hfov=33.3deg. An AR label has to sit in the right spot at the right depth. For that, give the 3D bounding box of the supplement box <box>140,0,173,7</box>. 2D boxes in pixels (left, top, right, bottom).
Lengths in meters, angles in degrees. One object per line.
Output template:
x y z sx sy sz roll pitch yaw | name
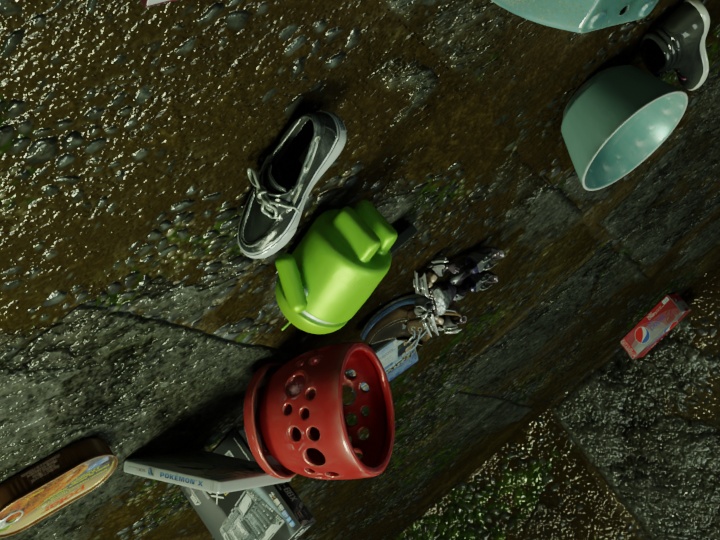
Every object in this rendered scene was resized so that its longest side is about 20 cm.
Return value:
-0.096 -0.292 0.976 0.198 0.061 0.109 -23 155 -31 | supplement box

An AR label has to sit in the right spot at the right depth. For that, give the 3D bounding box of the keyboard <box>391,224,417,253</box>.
0.000 0.000 1.724 0.199 0.021 0.127 -40 -176 1 | keyboard

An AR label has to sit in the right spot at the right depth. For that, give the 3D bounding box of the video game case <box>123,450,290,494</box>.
-0.231 0.307 1.846 0.199 0.180 0.022 6 90 -61 | video game case

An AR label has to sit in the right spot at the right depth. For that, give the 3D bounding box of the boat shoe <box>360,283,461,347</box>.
0.090 0.084 2.003 0.198 0.073 0.073 -24 155 -31 | boat shoe

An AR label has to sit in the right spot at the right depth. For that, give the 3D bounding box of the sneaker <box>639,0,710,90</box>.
0.465 -0.318 1.801 0.099 0.071 0.200 -34 152 -4 | sneaker

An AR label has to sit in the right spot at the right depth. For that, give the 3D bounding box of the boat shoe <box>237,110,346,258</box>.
-0.091 -0.094 1.359 0.200 0.074 0.068 -49 160 26 | boat shoe

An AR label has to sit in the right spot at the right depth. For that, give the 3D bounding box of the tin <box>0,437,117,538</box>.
-0.432 0.300 1.666 0.199 0.042 0.113 -29 153 -22 | tin

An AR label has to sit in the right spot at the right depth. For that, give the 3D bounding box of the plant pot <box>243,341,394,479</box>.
-0.064 0.219 1.823 0.180 0.203 0.200 -11 170 26 | plant pot

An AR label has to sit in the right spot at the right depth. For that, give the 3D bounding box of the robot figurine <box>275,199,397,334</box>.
-0.037 0.002 1.580 0.175 0.116 0.201 -28 160 -54 | robot figurine

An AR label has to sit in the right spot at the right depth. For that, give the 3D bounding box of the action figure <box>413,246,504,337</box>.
0.153 0.028 1.970 0.199 0.069 0.132 -33 130 -39 | action figure

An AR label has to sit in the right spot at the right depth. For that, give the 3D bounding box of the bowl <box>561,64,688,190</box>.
0.377 -0.227 1.788 0.199 0.105 0.201 -32 158 -14 | bowl

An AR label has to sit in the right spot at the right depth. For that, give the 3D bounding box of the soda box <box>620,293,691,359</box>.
0.799 0.151 3.264 0.070 0.064 0.200 -6 143 -52 | soda box

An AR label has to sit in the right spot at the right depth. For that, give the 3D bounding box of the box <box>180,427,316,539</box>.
-0.189 0.387 1.999 0.158 0.201 0.050 -45 161 22 | box

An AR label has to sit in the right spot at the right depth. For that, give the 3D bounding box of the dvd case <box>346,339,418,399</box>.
0.038 0.167 2.163 0.142 0.018 0.200 -35 159 -7 | dvd case

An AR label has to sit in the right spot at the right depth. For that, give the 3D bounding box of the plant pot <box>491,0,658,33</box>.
0.212 -0.345 1.165 0.194 0.201 0.197 -19 152 -37 | plant pot
